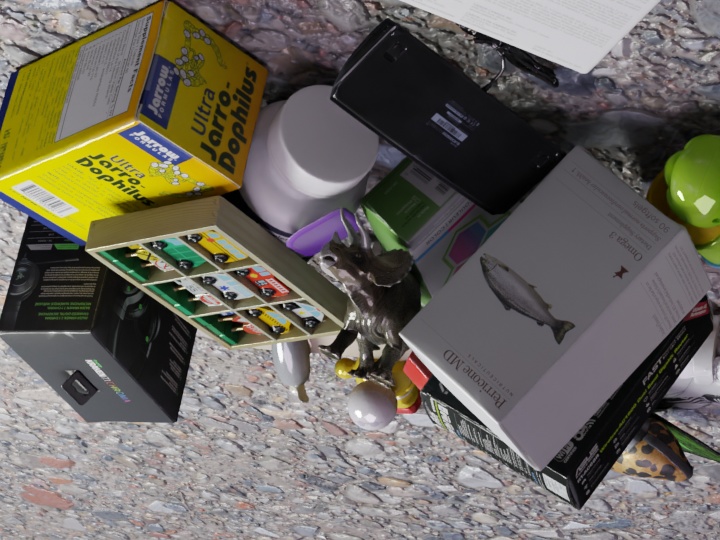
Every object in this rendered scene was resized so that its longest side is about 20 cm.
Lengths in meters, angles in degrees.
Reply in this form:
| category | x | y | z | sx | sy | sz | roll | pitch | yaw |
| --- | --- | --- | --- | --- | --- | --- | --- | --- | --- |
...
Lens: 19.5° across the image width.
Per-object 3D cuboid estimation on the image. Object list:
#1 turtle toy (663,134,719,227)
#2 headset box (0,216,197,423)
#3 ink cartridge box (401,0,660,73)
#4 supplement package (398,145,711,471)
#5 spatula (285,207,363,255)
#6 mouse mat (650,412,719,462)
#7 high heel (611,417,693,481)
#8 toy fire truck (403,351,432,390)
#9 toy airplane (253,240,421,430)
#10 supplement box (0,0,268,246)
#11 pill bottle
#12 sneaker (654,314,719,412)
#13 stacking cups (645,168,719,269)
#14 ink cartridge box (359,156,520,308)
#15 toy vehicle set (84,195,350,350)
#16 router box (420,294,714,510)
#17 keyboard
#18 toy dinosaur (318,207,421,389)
| category | x | y | z | sx | sy | sz | roll | pitch | yaw |
| --- | --- | --- | --- | --- | --- | --- | --- | --- | --- |
| turtle toy | 0.318 | -0.040 | 1.552 | 0.199 | 0.146 | 0.101 | 23 | -179 | -21 |
| headset box | -0.210 | 0.017 | 1.772 | 0.092 | 0.201 | 0.174 | -1 | 152 | 22 |
| ink cartridge box | 0.128 | -0.219 | 1.367 | 0.159 | 0.047 | 0.200 | 20 | 146 | -17 |
| supplement package | 0.149 | 0.030 | 1.586 | 0.117 | 0.200 | 0.117 | 41 | 176 | 29 |
| spatula | 0.000 | 0.000 | 1.655 | 0.056 | 0.021 | 0.200 | -28 | 146 | 11 |
| mouse mat | 0.240 | 0.126 | 1.931 | 0.200 | 0.008 | 0.161 | 32 | 173 | -18 |
| high heel | 0.229 | 0.166 | 1.907 | 0.142 | 0.072 | 0.200 | 35 | 166 | 11 |
| toy fire truck | 0.149 | 0.054 | 1.771 | 0.141 | 0.200 | 0.049 | 43 | 165 | 9 |
| toy airplane | 0.019 | 0.069 | 1.852 | 0.199 | 0.142 | 0.200 | 26 | 150 | -27 |
| supplement box | -0.183 | -0.109 | 1.616 | 0.199 | 0.109 | 0.109 | -17 | 142 | 43 |
| pill bottle | -0.061 | -0.067 | 1.652 | 0.111 | 0.112 | 0.200 | 19 | 152 | -16 |
| sneaker | 0.276 | 0.071 | 1.829 | 0.115 | 0.075 | 0.200 | 27 | 153 | -34 |
| stacking cups | 0.305 | -0.016 | 1.669 | 0.060 | 0.061 | 0.200 | -13 | 146 | 39 |
| ink cartridge box | 0.077 | -0.025 | 1.677 | 0.059 | 0.104 | 0.200 | 40 | 168 | 30 |
| toy vehicle set | -0.106 | 0.005 | 1.651 | 0.124 | 0.027 | 0.200 | -10 | 150 | 31 |
| router box | 0.167 | 0.070 | 1.682 | 0.150 | 0.200 | 0.062 | 28 | 160 | 31 |
| keyboard | 0.080 | -0.126 | 1.530 | 0.127 | 0.021 | 0.200 | -43 | 130 | 18 |
| toy dinosaur | 0.020 | 0.034 | 1.621 | 0.077 | 0.103 | 0.200 | 23 | 173 | 20 |
